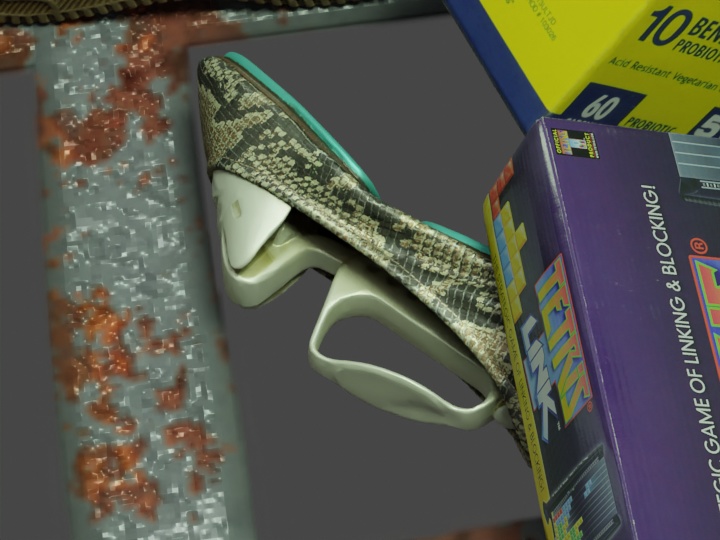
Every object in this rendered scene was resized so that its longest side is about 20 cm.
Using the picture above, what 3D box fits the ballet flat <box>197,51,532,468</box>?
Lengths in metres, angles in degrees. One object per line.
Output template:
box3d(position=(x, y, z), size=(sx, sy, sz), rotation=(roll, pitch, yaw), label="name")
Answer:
box3d(position=(0.000, 0.000, 0.999), size=(0.200, 0.068, 0.075), rotation=(36, 75, 19), label="ballet flat")

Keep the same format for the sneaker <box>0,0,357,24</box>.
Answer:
box3d(position=(-0.061, -0.159, 1.099), size=(0.200, 0.070, 0.109), rotation=(-5, 59, 4), label="sneaker")

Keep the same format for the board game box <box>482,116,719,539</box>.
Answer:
box3d(position=(0.138, 0.051, 0.925), size=(0.165, 0.057, 0.200), rotation=(6, 54, -23), label="board game box")

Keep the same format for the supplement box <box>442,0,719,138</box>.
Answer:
box3d(position=(0.128, -0.142, 0.989), size=(0.109, 0.200, 0.110), rotation=(8, 43, -45), label="supplement box")
